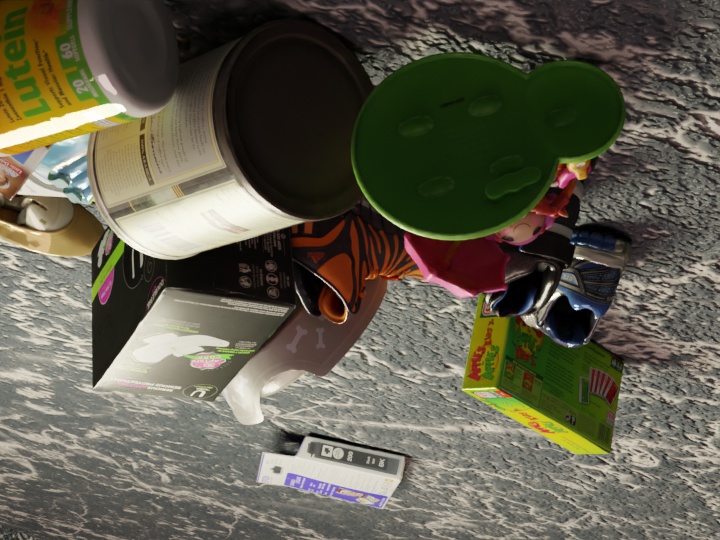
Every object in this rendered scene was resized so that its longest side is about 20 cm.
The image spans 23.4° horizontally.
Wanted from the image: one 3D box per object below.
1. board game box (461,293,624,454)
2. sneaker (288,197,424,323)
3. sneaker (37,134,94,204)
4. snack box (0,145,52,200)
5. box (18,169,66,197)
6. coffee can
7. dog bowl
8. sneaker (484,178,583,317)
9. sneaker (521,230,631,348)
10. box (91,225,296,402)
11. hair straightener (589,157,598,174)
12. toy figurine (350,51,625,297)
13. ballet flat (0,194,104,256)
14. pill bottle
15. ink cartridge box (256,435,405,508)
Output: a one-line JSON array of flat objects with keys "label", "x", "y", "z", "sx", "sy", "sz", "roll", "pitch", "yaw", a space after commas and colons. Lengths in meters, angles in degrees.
[{"label": "board game box", "x": 0.189, "y": 0.107, "z": 1.768, "sx": 0.047, "sy": 0.103, "sz": 0.199, "roll": -7, "pitch": 152, "yaw": 42}, {"label": "sneaker", "x": 0.000, "y": 0.000, "z": 1.570, "sx": 0.077, "sy": 0.113, "sz": 0.199, "roll": -8, "pitch": 156, "yaw": 44}, {"label": "sneaker", "x": -0.274, "y": -0.105, "z": 1.456, "sx": 0.198, "sy": 0.080, "sz": 0.131, "roll": -1, "pitch": 134, "yaw": 34}, {"label": "snack box", "x": -0.337, "y": -0.144, "z": 1.380, "sx": 0.199, "sy": 0.024, "sz": 0.072, "roll": 40, "pitch": 128, "yaw": -8}, {"label": "box", "x": -0.279, "y": -0.106, "z": 1.570, "sx": 0.198, "sy": 0.042, "sz": 0.119, "roll": 2, "pitch": 158, "yaw": 21}, {"label": "coffee can", "x": -0.100, "y": -0.096, "z": 1.327, "sx": 0.145, "sy": 0.148, "sz": 0.199, "roll": 25, "pitch": 157, "yaw": -33}, {"label": "dog bowl", "x": -0.066, "y": 0.054, "z": 1.660, "sx": 0.059, "sy": 0.201, "sz": 0.199, "roll": 46, "pitch": 150, "yaw": -15}, {"label": "sneaker", "x": 0.115, "y": -0.008, "z": 1.483, "sx": 0.072, "sy": 0.113, "sz": 0.200, "roll": 19, "pitch": 159, "yaw": -17}, {"label": "sneaker", "x": 0.182, "y": 0.030, "z": 1.588, "sx": 0.076, "sy": 0.086, "sz": 0.200, "roll": 15, "pitch": 161, "yaw": -6}, {"label": "box", "x": -0.154, "y": 0.007, "z": 1.546, "sx": 0.123, "sy": 0.150, "sz": 0.200, "roll": 9, "pitch": 147, "yaw": -25}, {"label": "hair straightener", "x": 0.104, "y": -0.079, "z": 1.396, "sx": 0.198, "sy": 0.041, "sz": 0.077, "roll": -10, "pitch": 152, "yaw": 35}, {"label": "toy figurine", "x": 0.099, "y": -0.058, "z": 1.299, "sx": 0.198, "sy": 0.151, "sz": 0.185, "roll": -18, "pitch": 153, "yaw": -3}, {"label": "ballet flat", "x": -0.340, "y": -0.065, "z": 1.683, "sx": 0.198, "sy": 0.069, "sz": 0.063, "roll": 16, "pitch": 146, "yaw": -12}, {"label": "pill bottle", "x": -0.242, "y": -0.147, "z": 1.275, "sx": 0.198, "sy": 0.112, "sz": 0.111, "roll": -13, "pitch": 151, "yaw": 27}, {"label": "ink cartridge box", "x": -0.046, "y": 0.284, "z": 2.480, "sx": 0.197, "sy": 0.044, "sz": 0.198, "roll": 11, "pitch": 160, "yaw": -3}]
